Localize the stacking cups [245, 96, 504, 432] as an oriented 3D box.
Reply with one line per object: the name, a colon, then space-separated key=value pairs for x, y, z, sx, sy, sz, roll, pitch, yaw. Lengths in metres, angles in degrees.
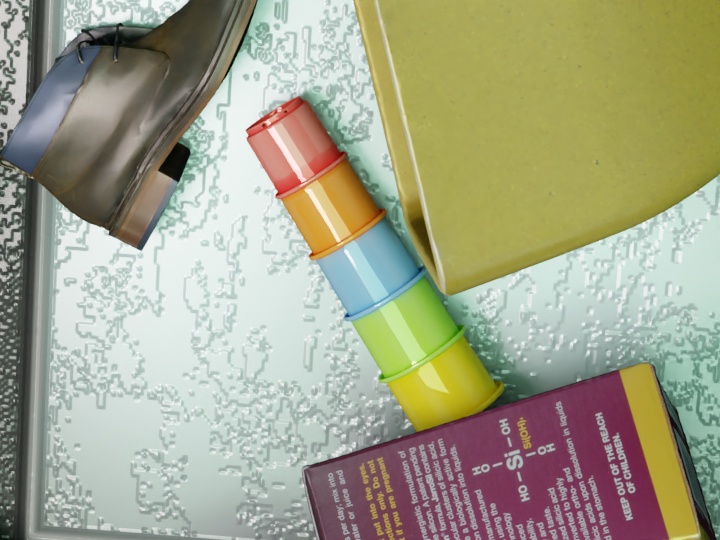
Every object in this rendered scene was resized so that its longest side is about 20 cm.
stacking cups: x=0.000 y=0.000 z=1.635 sx=0.060 sy=0.061 sz=0.200 roll=-34 pitch=97 yaw=10

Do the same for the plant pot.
plant pot: x=0.107 y=-0.119 z=1.540 sx=0.199 sy=0.196 sz=0.195 roll=-14 pitch=102 yaw=-3

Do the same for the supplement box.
supplement box: x=0.085 y=0.136 z=1.612 sx=0.199 sy=0.131 sz=0.103 roll=-17 pitch=74 yaw=7

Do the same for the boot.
boot: x=-0.121 y=-0.116 z=1.606 sx=0.097 sy=0.075 sz=0.200 roll=24 pitch=105 yaw=-5
